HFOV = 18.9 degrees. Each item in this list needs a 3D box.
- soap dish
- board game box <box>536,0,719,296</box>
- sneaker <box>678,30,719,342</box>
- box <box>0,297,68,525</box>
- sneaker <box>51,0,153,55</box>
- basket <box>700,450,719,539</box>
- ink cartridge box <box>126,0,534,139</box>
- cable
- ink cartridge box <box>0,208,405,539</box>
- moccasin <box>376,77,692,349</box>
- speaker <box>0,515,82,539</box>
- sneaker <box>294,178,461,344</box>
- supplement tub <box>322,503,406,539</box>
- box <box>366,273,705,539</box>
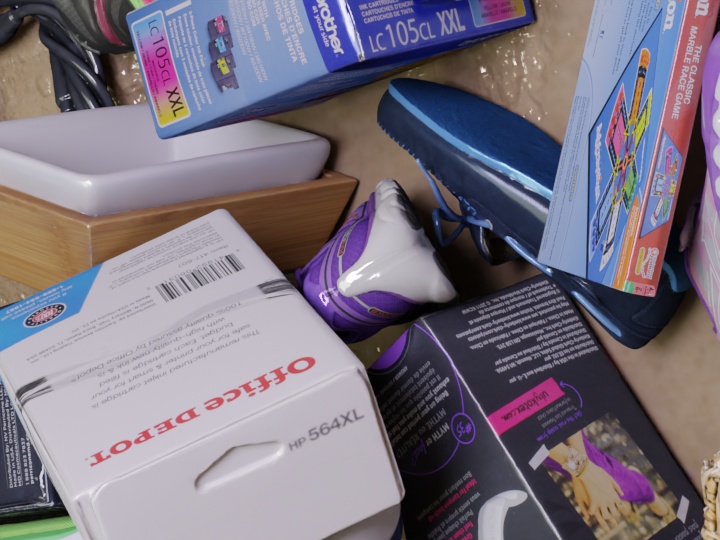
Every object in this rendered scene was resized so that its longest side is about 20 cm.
[{"bbox_3d":[-0.126,-0.039,1.225,0.157,0.200,0.081,17,110,41],"label":"soap dish"},{"bbox_3d":[0.130,-0.093,1.000,0.103,0.019,0.200,-155,77,-72],"label":"board game box"},{"bbox_3d":[0.180,-0.026,0.984,0.088,0.080,0.200,32,146,53],"label":"sneaker"},{"bbox_3d":[-0.166,0.085,1.294,0.198,0.200,0.123,-16,78,46],"label":"box"},{"bbox_3d":[-0.133,-0.166,1.304,0.200,0.077,0.084,39,144,36],"label":"sneaker"},{"bbox_3d":[0.245,0.167,0.942,0.149,0.143,0.200,22,122,47],"label":"basket"},{"bbox_3d":[-0.007,-0.136,1.123,0.200,0.136,0.076,-18,90,47],"label":"ink cartridge box"},{"bbox_3d":[-0.211,-0.107,1.414,0.200,0.051,0.163,30,116,40],"label":"cable"},{"bbox_3d":[-0.087,0.066,1.052,0.200,0.146,0.084,48,159,58],"label":"ink cartridge box"},{"bbox_3d":[0.077,-0.029,1.107,0.200,0.080,0.068,40,123,32],"label":"moccasin"},{"bbox_3d":[-0.178,0.180,1.215,0.200,0.088,0.089,-12,92,38],"label":"speaker"},{"bbox_3d":[0.000,0.000,1.133,0.083,0.200,0.081,-29,86,3],"label":"sneaker"},{"bbox_3d":[-0.038,0.197,1.106,0.144,0.144,0.200,15,126,42],"label":"supplement tub"},{"bbox_3d":[0.087,0.121,1.122,0.200,0.106,0.122,59,137,15],"label":"box"}]
